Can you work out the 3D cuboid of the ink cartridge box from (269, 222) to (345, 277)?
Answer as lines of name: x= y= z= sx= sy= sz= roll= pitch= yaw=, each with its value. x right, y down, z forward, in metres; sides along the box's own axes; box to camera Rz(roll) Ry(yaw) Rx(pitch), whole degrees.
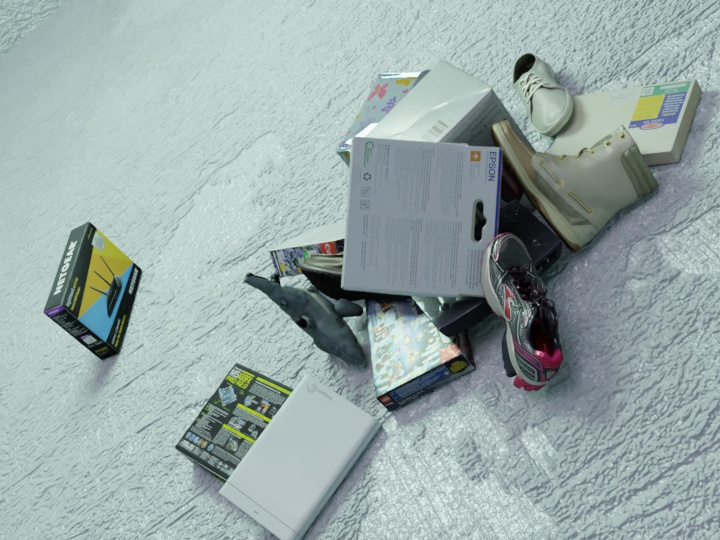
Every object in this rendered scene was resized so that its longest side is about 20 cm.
ink cartridge box: x=-0.030 y=-0.037 z=1.815 sx=0.199 sy=0.051 sz=0.109 roll=-7 pitch=16 yaw=39

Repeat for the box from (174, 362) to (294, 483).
box: x=-0.161 y=0.231 z=1.715 sx=0.199 sy=0.044 sz=0.161 roll=16 pitch=65 yaw=50

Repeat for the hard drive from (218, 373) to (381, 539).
hard drive: x=-0.081 y=0.252 z=1.593 sx=0.131 sy=0.027 sz=0.201 roll=29 pitch=74 yaw=29

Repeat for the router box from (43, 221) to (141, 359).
router box: x=-0.474 y=0.036 z=2.123 sx=0.051 sy=0.149 sz=0.201 roll=-22 pitch=41 yaw=27

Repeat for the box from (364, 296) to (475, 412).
box: x=0.077 y=0.083 z=1.638 sx=0.136 sy=0.040 sz=0.201 roll=-29 pitch=38 yaw=18

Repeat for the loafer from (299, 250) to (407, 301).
loafer: x=0.000 y=0.000 z=1.710 sx=0.199 sy=0.073 sz=0.071 roll=7 pitch=56 yaw=38

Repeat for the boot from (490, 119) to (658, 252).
boot: x=0.280 y=-0.147 z=1.568 sx=0.154 sy=0.201 sz=0.072 roll=-37 pitch=-2 yaw=5

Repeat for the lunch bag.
lunch bag: x=0.088 y=-0.221 z=1.866 sx=0.199 sy=0.127 sz=0.170 roll=10 pitch=63 yaw=41

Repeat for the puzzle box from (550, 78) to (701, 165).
puzzle box: x=0.365 y=-0.198 z=1.657 sx=0.199 sy=0.025 sz=0.134 roll=-2 pitch=52 yaw=43

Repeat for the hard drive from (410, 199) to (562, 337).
hard drive: x=0.163 y=0.000 z=1.590 sx=0.199 sy=0.042 sz=0.135 roll=-36 pitch=39 yaw=-4

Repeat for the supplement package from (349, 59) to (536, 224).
supplement package: x=0.133 y=-0.146 z=1.679 sx=0.191 sy=0.200 sz=0.147 roll=-44 pitch=36 yaw=-1

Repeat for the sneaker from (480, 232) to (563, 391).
sneaker: x=0.208 y=0.043 z=1.469 sx=0.075 sy=0.080 sz=0.202 roll=124 pitch=137 yaw=-58

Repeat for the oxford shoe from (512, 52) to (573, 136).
oxford shoe: x=0.266 y=-0.264 z=1.775 sx=0.075 sy=0.058 sz=0.201 roll=-44 pitch=29 yaw=23

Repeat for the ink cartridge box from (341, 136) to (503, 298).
ink cartridge box: x=0.079 y=-0.067 z=1.540 sx=0.198 sy=0.041 sz=0.202 roll=5 pitch=87 yaw=1

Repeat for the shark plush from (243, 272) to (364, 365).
shark plush: x=-0.071 y=0.056 z=1.681 sx=0.091 sy=0.200 sz=0.083 roll=-37 pitch=20 yaw=18
